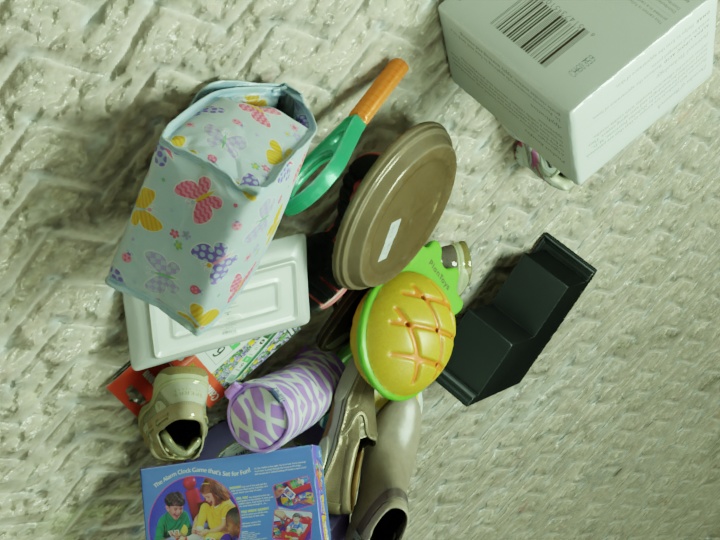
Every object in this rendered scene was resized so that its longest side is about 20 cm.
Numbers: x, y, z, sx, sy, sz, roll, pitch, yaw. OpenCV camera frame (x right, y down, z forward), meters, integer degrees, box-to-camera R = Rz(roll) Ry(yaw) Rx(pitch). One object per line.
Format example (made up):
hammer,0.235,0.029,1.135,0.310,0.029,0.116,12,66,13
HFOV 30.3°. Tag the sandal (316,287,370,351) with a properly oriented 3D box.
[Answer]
sandal,0.000,0.000,1.523,0.082,0.054,0.201,13,104,-63

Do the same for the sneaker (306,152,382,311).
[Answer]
sneaker,0.001,-0.035,1.452,0.087,0.074,0.200,2,127,-54

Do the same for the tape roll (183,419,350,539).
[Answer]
tape roll,-0.111,0.270,1.566,0.200,0.200,0.085,-31,148,-23

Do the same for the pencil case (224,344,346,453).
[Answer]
pencil case,-0.081,0.143,1.501,0.084,0.085,0.200,-51,169,19

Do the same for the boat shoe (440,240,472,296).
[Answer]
boat shoe,0.080,0.030,1.648,0.066,0.072,0.201,2,146,-16

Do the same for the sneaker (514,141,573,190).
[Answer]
sneaker,0.225,-0.163,1.556,0.081,0.088,0.200,-43,150,-3

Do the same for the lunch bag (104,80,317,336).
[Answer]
lunch bag,-0.126,-0.069,1.193,0.170,0.127,0.200,-63,174,33

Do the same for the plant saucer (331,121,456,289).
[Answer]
plant saucer,0.042,-0.062,1.393,0.200,0.029,0.200,-46,156,-27

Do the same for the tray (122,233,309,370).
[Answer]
tray,-0.139,0.035,1.344,0.199,0.022,0.108,-15,121,-24

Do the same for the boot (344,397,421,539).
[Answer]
boot,0.033,0.250,1.519,0.146,0.070,0.201,-120,-134,-78

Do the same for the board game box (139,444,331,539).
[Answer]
board game box,-0.136,0.272,1.459,0.199,0.135,0.045,-9,168,9

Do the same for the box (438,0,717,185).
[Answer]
box,0.220,-0.233,1.349,0.200,0.199,0.131,-39,151,-11

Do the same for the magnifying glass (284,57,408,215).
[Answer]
magnifying glass,-0.016,-0.132,1.298,0.022,0.080,0.200,46,67,-19

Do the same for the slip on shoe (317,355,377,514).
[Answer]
slip on shoe,-0.006,0.181,1.517,0.076,0.060,0.201,71,39,-63

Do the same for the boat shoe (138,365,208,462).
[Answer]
boat shoe,-0.196,0.169,1.410,0.072,0.065,0.200,1,151,-15

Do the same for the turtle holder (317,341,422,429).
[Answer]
turtle holder,0.019,0.150,1.647,0.186,0.132,0.141,-54,149,16

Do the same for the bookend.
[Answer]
bookend,0.195,0.061,1.756,0.199,0.092,0.200,-58,160,20

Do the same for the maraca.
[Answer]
maraca,0.057,0.054,1.498,0.137,0.107,0.200,55,50,-31

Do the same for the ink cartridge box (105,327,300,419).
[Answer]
ink cartridge box,-0.165,0.092,1.423,0.200,0.050,0.109,-41,151,-8
